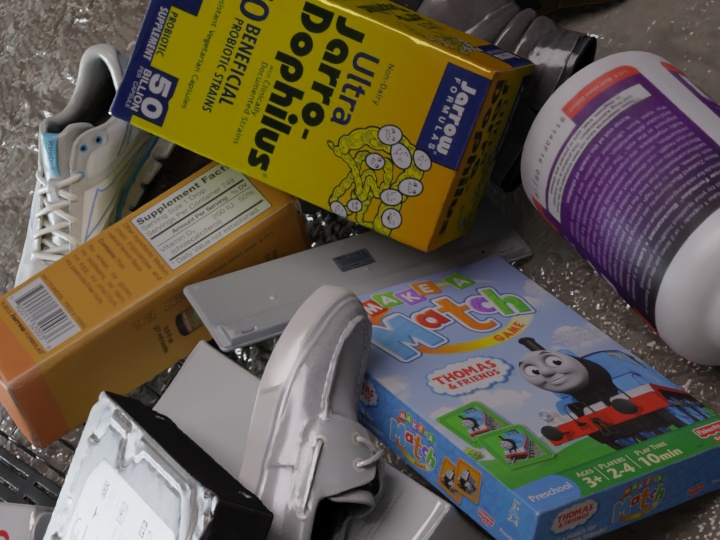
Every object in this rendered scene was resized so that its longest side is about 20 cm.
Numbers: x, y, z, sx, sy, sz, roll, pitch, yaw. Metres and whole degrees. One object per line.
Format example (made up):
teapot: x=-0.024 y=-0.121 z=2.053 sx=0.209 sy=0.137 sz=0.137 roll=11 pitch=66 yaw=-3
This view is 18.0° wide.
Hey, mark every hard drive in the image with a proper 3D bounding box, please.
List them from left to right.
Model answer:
hard drive: x=-0.115 y=0.152 z=1.143 sx=0.140 sy=0.038 sz=0.200 roll=-69 pitch=24 yaw=5

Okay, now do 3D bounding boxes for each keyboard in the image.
keyboard: x=0.000 y=0.000 z=1.297 sx=0.199 sy=0.011 sz=0.056 roll=-17 pitch=40 yaw=-23

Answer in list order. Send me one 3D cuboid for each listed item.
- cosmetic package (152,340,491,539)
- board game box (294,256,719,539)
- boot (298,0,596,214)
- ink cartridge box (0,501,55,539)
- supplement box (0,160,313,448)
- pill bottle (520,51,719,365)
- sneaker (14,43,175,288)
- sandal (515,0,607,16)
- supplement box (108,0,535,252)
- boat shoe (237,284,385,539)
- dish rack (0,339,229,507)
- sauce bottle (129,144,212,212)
cosmetic package: x=-0.020 y=0.129 z=1.230 sx=0.200 sy=0.113 sz=0.081 roll=33 pitch=84 yaw=37
board game box: x=0.080 y=0.068 z=1.202 sx=0.151 sy=0.037 sz=0.200 roll=-16 pitch=38 yaw=-36
boot: x=0.042 y=-0.085 z=1.347 sx=0.132 sy=0.070 sz=0.200 roll=38 pitch=117 yaw=10
ink cartridge box: x=-0.252 y=0.204 z=1.314 sx=0.199 sy=0.084 sz=0.147 roll=2 pitch=79 yaw=30
supplement box: x=-0.125 y=0.014 z=1.311 sx=0.200 sy=0.067 sz=0.069 roll=-31 pitch=52 yaw=-13
pill bottle: x=0.182 y=-0.020 z=1.208 sx=0.111 sy=0.111 sz=0.200 roll=-41 pitch=50 yaw=1
sneaker: x=-0.175 y=-0.046 z=1.368 sx=0.075 sy=0.087 sz=0.201 roll=6 pitch=71 yaw=28
sandal: x=0.107 y=-0.189 z=1.384 sx=0.200 sy=0.080 sz=0.054 roll=-30 pitch=35 yaw=16
supplement box: x=-0.020 y=-0.102 z=1.276 sx=0.199 sy=0.109 sz=0.109 roll=23 pitch=103 yaw=12
boat shoe: x=-0.023 y=0.107 z=1.132 sx=0.068 sy=0.072 sz=0.201 roll=12 pitch=71 yaw=24
dish rack: x=-0.179 y=0.080 z=1.387 sx=0.153 sy=0.055 sz=0.200 roll=27 pitch=77 yaw=39
sauce bottle: x=-0.108 y=-0.103 z=1.452 sx=0.064 sy=0.065 sz=0.201 roll=5 pitch=63 yaw=31
